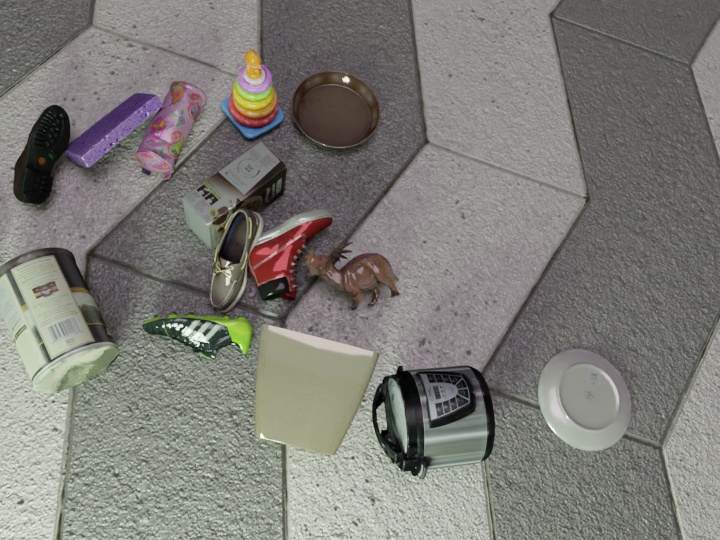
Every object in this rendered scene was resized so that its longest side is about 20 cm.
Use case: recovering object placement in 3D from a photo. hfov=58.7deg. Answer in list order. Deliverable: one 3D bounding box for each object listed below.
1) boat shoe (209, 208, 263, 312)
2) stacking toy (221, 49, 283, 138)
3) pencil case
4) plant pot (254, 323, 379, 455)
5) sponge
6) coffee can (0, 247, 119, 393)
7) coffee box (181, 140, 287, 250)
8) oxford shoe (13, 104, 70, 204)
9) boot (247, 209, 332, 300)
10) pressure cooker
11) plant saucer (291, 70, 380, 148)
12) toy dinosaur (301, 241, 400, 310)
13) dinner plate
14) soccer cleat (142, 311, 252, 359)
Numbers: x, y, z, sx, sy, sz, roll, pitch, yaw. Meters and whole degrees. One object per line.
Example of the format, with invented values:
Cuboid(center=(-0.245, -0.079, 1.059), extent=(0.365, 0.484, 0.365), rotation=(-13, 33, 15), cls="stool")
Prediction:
Cuboid(center=(-0.243, -0.020, 1.201), extent=(0.071, 0.059, 0.202), rotation=(21, 90, 16), cls="boat shoe")
Cuboid(center=(-0.219, -0.380, 1.309), extent=(0.109, 0.200, 0.116), rotation=(-36, 77, -21), cls="stacking toy")
Cuboid(center=(-0.387, -0.289, 1.310), extent=(0.086, 0.088, 0.202), rotation=(18, 67, -2), cls="pencil case")
Cuboid(center=(-0.093, 0.212, 1.106), extent=(0.197, 0.200, 0.180), rotation=(14, 77, -4), cls="plant pot")
Cuboid(center=(-0.496, -0.286, 1.281), extent=(0.111, 0.030, 0.200), rotation=(18, 57, 44), cls="sponge")
Cuboid(center=(-0.525, 0.085, 1.097), extent=(0.145, 0.147, 0.201), rotation=(-27, 75, -19), cls="coffee can")
Cuboid(center=(-0.244, -0.147, 1.259), extent=(0.080, 0.113, 0.200), rotation=(44, 68, 9), cls="coffee box")
Cuboid(center=(-0.625, -0.228, 1.235), extent=(0.084, 0.072, 0.203), rotation=(5, 72, 36), cls="oxford shoe")
Cuboid(center=(-0.123, -0.024, 1.257), extent=(0.198, 0.073, 0.145), rotation=(-27, 75, -11), cls="boot")
Cuboid(center=(0.119, 0.262, 1.126), extent=(0.197, 0.176, 0.182), rotation=(-3, 93, -10), cls="pressure cooker")
Cuboid(center=(-0.056, -0.351, 1.418), extent=(0.197, 0.035, 0.203), rotation=(4, 68, -9), cls="plant saucer")
Cuboid(center=(0.000, 0.000, 1.236), extent=(0.198, 0.086, 0.137), rotation=(-12, 83, -30), cls="toy dinosaur")
Cuboid(center=(0.450, 0.253, 1.271), extent=(0.197, 0.024, 0.203), rotation=(4, 67, -9), cls="dinner plate")
Cuboid(center=(-0.298, 0.120, 1.171), extent=(0.197, 0.068, 0.082), rotation=(3, 80, -9), cls="soccer cleat")
